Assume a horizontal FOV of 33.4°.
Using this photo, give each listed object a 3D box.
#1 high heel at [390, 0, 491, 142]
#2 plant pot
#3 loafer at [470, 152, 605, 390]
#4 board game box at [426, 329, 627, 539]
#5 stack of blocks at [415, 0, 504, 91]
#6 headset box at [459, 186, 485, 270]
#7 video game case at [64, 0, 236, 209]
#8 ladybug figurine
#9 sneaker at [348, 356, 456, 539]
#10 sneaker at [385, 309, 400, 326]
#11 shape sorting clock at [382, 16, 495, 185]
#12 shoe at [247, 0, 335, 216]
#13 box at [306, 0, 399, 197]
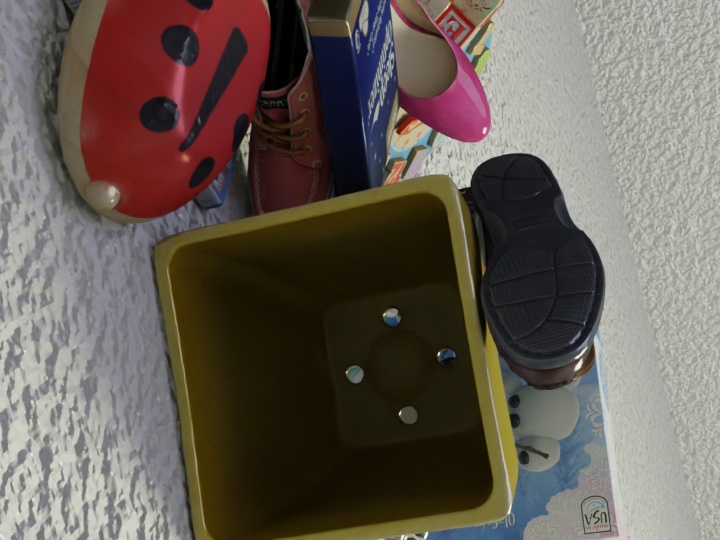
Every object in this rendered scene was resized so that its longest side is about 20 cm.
[{"bbox_3d":[0.033,-0.173,0.884,0.201,0.067,0.096,54,4,-10],"label":"high heel"},{"bbox_3d":[0.005,0.066,0.785,0.200,0.192,0.198,15,65,-73],"label":"plant pot"},{"bbox_3d":[0.105,0.005,0.714,0.201,0.071,0.064,-93,172,-53],"label":"loafer"},{"bbox_3d":[0.107,0.135,0.990,0.043,0.197,0.202,43,39,-60],"label":"board game box"},{"bbox_3d":[0.005,-0.242,0.960,0.200,0.115,0.059,44,15,-2],"label":"stack of blocks"},{"bbox_3d":[0.100,0.029,1.211,0.201,0.074,0.150,-70,143,-55],"label":"headset box"},{"bbox_3d":[-0.128,-0.159,0.780,0.144,0.018,0.201,-82,152,-42],"label":"video game case"},{"bbox_3d":[-0.106,-0.114,0.697,0.136,0.071,0.202,55,43,-46],"label":"ladybug figurine"},{"bbox_3d":[0.055,0.161,0.918,0.078,0.138,0.203,35,46,-62],"label":"sneaker"},{"bbox_3d":[0.000,0.000,0.964,0.200,0.072,0.073,29,54,-63],"label":"sneaker"},{"bbox_3d":[0.061,-0.155,1.098,0.039,0.201,0.200,40,13,16],"label":"shape sorting clock"},{"bbox_3d":[-0.054,-0.107,0.823,0.091,0.070,0.203,-25,123,-71],"label":"shoe"},{"bbox_3d":[0.000,-0.126,0.830,0.201,0.032,0.122,83,15,-47],"label":"box"}]
